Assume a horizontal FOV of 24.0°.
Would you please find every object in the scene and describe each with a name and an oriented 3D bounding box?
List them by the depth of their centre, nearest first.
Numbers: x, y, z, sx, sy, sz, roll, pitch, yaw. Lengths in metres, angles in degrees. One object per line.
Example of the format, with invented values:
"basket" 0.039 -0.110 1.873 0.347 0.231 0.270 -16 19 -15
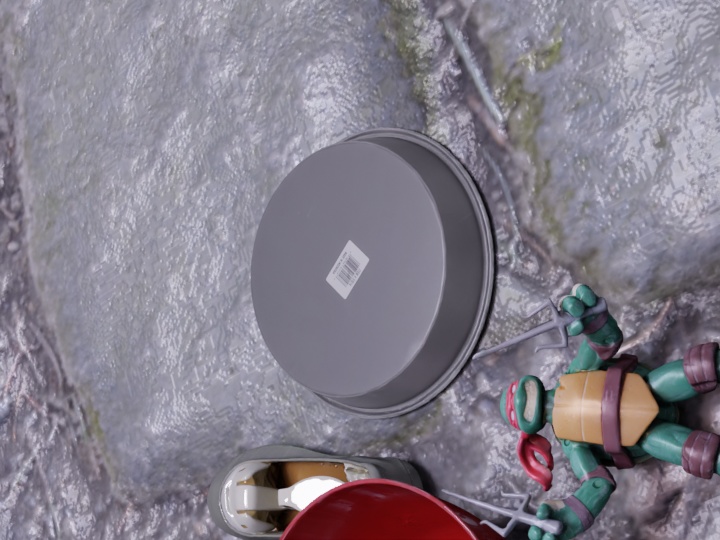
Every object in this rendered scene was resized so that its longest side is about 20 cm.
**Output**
"turtle figurine" 0.145 0.080 0.982 0.199 0.101 0.150 -3 95 25
"mixing bowl" 0.044 0.226 1.044 0.200 0.108 0.201 -3 86 40
"cake pan" 0.000 0.000 1.150 0.200 0.037 0.201 -5 83 39
"ballet flat" -0.048 0.152 1.157 0.199 0.064 0.068 -7 81 39
